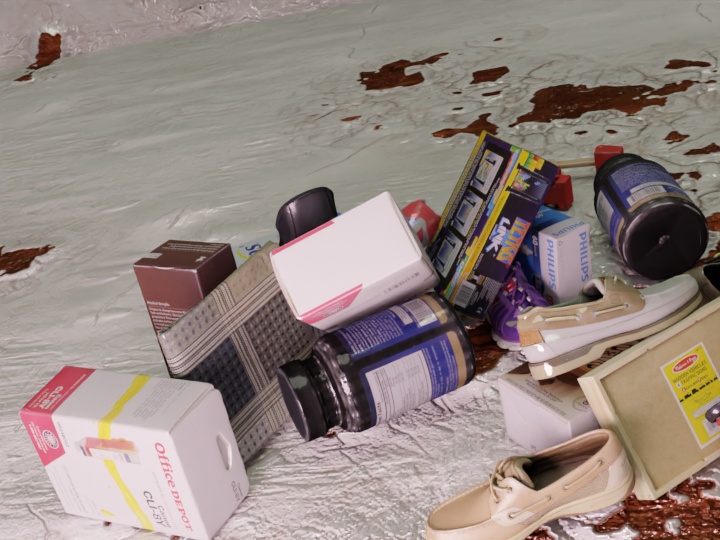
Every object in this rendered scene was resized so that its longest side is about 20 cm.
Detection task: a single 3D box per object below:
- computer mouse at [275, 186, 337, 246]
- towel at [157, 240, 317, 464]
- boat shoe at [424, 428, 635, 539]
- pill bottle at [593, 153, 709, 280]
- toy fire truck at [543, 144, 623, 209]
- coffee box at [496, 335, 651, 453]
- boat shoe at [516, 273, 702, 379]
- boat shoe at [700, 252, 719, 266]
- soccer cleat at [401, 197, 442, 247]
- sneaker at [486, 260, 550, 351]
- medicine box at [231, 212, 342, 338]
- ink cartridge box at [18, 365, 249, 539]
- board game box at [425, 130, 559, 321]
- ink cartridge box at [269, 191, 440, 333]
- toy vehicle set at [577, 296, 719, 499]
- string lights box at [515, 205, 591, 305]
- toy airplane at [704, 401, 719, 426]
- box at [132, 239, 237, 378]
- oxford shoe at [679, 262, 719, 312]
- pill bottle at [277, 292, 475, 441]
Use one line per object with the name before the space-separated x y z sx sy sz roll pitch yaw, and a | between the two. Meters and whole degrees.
computer mouse | -0.034 -0.040 1.137 0.140 0.200 0.046 -22 71 -19
towel | -0.125 0.095 1.080 0.034 0.194 0.200 0 30 40
boat shoe | 0.144 0.196 0.882 0.199 0.065 0.071 -24 28 8
pill bottle | 0.370 -0.079 1.275 0.111 0.113 0.200 -11 27 4
toy fire truck | 0.294 -0.145 1.503 0.199 0.049 0.141 4 31 32
coffee box | 0.255 0.117 0.989 0.199 0.080 0.113 -25 28 -22
boat shoe | 0.246 0.038 0.957 0.199 0.069 0.075 -22 0 -18
boat shoe | 0.422 0.016 1.126 0.201 0.061 0.072 -31 32 -31
soccer cleat | 0.042 -0.023 1.275 0.077 0.067 0.200 -47 -2 -32
sneaker | 0.181 0.031 1.183 0.080 0.084 0.200 -20 28 -12
medicine box | -0.080 0.024 1.293 0.199 0.104 0.182 -19 27 -12
ink cartridge box | -0.232 0.187 1.006 0.199 0.146 0.083 2 31 28
board game box | 0.149 -0.059 1.184 0.056 0.201 0.165 23 11 -13
ink cartridge box | 0.000 0.000 1.082 0.146 0.083 0.200 -28 -12 5
toy vehicle set | 0.315 0.114 0.924 0.199 0.125 0.027 -25 -3 -22
string lights box | 0.214 -0.033 1.267 0.059 0.103 0.200 -21 27 -23
toy airplane | 0.421 0.089 0.874 0.199 0.142 0.200 16 52 0
box | -0.185 0.069 1.148 0.100 0.201 0.075 5 32 32
oxford shoe | 0.423 0.026 1.039 0.199 0.075 0.071 -1 61 -22
pill bottle | 0.016 0.108 1.064 0.199 0.113 0.112 -21 28 -15
